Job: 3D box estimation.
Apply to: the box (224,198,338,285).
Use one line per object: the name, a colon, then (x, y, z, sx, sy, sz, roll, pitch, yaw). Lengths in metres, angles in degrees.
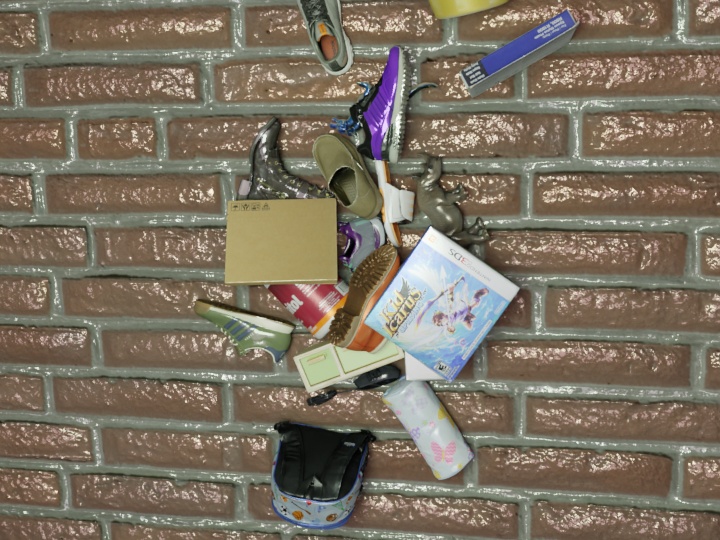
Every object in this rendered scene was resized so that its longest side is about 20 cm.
box: (-0.141, -0.052, 1.467, 0.199, 0.021, 0.164, -1, 68, 0)

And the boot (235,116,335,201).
boot: (-0.127, -0.168, 1.529, 0.174, 0.069, 0.200, 21, 107, 3)

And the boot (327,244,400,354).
boot: (0.030, 0.054, 1.460, 0.107, 0.075, 0.200, 24, 95, -35)

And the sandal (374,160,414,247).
sandal: (0.066, -0.146, 1.488, 0.059, 0.079, 0.207, -9, 94, 11)

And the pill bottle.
pill bottle: (-0.107, 0.021, 1.521, 0.200, 0.113, 0.113, 45, 102, 2)

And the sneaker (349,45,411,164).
sneaker: (0.030, -0.289, 1.418, 0.099, 0.070, 0.201, 8, 98, 11)

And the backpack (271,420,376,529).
backpack: (-0.083, 0.389, 1.527, 0.199, 0.191, 0.154, 4, 114, 9)

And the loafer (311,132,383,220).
loafer: (-0.030, -0.177, 1.472, 0.076, 0.067, 0.200, -47, 60, 20)

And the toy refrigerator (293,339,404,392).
toy refrigerator: (-0.018, 0.157, 1.546, 0.200, 0.070, 0.076, -21, 94, 12)

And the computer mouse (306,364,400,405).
computer mouse: (-0.017, 0.217, 1.567, 0.200, 0.059, 0.034, -20, 72, 15)

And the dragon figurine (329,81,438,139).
dragon figurine: (0.044, -0.290, 1.481, 0.199, 0.059, 0.100, -1, 97, 10)

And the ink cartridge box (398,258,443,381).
ink cartridge box: (0.120, 0.083, 1.475, 0.083, 0.145, 0.201, -3, 97, 7)

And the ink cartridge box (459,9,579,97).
ink cartridge box: (0.260, -0.360, 1.366, 0.199, 0.200, 0.041, -29, 92, 11)

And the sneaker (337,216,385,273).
sneaker: (0.000, 0.000, 1.502, 0.087, 0.074, 0.201, -10, 101, -23)

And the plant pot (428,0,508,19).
plant pot: (0.168, -0.531, 1.372, 0.200, 0.201, 0.189, -11, 112, 11)

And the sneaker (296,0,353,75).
sneaker: (-0.068, -0.451, 1.469, 0.074, 0.079, 0.201, -21, 92, 13)

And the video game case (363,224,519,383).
video game case: (0.134, 0.056, 1.374, 0.181, 0.045, 0.200, 35, 98, 1)

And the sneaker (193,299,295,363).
sneaker: (-0.231, 0.121, 1.576, 0.200, 0.067, 0.090, 15, 94, 4)

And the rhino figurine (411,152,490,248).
rhino figurine: (0.151, -0.124, 1.487, 0.087, 0.060, 0.200, -29, 91, 9)

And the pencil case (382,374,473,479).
pencil case: (0.125, 0.291, 1.534, 0.091, 0.083, 0.200, -35, 91, 16)
